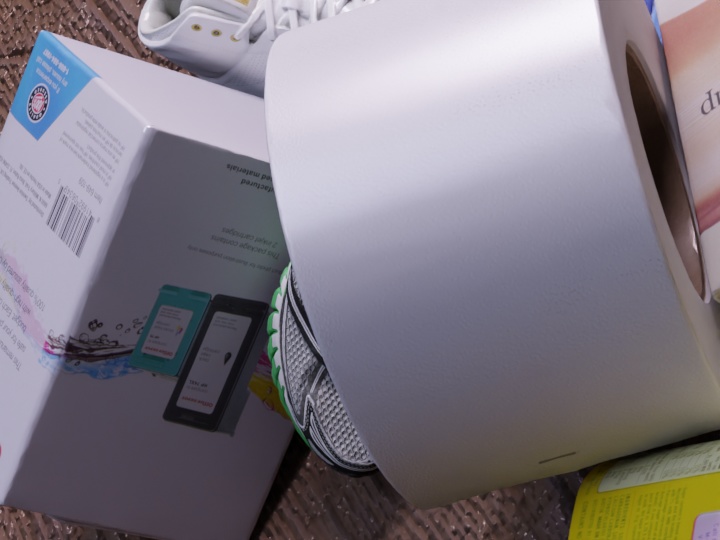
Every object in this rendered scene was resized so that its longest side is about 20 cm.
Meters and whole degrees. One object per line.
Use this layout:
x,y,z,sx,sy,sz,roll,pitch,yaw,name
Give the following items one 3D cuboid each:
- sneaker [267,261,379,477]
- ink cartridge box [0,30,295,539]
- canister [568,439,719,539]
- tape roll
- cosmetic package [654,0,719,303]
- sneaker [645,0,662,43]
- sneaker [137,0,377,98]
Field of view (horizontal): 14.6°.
0.000,0.000,1.297,0.085,0.078,0.201,-119,31,-74,sneaker
-0.109,0.012,1.397,0.147,0.145,0.201,41,112,54,ink cartridge box
0.168,0.126,1.053,0.199,0.086,0.149,-15,57,48,canister
0.061,-0.020,1.125,0.138,0.203,0.204,-16,51,14,tape roll
0.189,-0.074,1.153,0.103,0.087,0.201,-36,44,31,cosmetic package
0.085,-0.050,1.258,0.075,0.078,0.201,174,116,-78,sneaker
-0.031,-0.126,1.443,0.199,0.115,0.074,-12,57,46,sneaker
